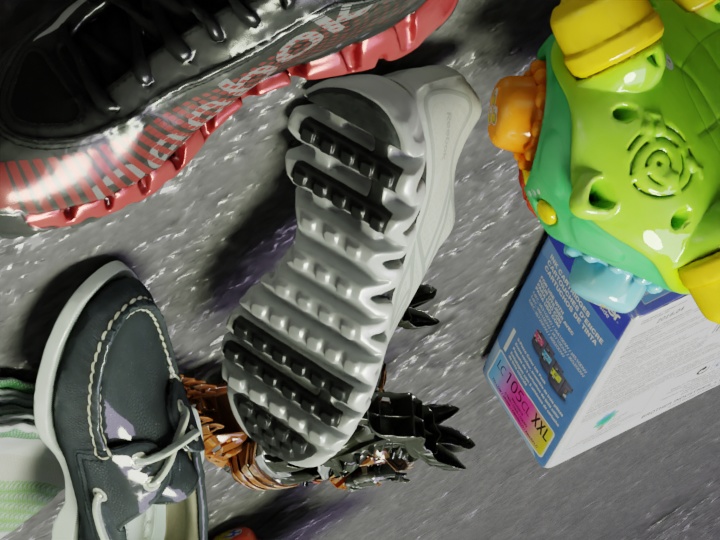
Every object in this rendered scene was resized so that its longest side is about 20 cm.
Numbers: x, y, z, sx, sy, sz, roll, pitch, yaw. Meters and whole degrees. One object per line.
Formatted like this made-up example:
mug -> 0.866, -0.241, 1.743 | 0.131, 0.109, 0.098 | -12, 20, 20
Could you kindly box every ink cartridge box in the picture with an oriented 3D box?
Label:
ink cartridge box -> 0.159, 0.007, 1.276 | 0.136, 0.076, 0.200 | -23, 159, -26

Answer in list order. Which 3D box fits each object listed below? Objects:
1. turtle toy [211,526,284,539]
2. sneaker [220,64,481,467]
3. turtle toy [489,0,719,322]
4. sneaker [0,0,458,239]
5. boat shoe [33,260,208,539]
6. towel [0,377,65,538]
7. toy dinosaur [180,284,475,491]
turtle toy -> -0.068, 0.201, 1.339 | 0.146, 0.101, 0.200 | -57, 155, -2
sneaker -> 0.000, 0.000, 1.012 | 0.081, 0.075, 0.200 | -32, 150, -48
turtle toy -> 0.125, -0.057, 1.000 | 0.101, 0.146, 0.200 | -24, -173, 35
sneaker -> -0.055, -0.083, 0.782 | 0.200, 0.071, 0.098 | -30, 159, -15
boat shoe -> -0.094, 0.080, 1.033 | 0.076, 0.060, 0.200 | -44, 151, -32
towel -> -0.198, 0.119, 1.075 | 0.200, 0.031, 0.149 | -40, 157, 17
toy dinosaur -> -0.025, 0.073, 1.146 | 0.136, 0.102, 0.200 | -28, 175, 33
